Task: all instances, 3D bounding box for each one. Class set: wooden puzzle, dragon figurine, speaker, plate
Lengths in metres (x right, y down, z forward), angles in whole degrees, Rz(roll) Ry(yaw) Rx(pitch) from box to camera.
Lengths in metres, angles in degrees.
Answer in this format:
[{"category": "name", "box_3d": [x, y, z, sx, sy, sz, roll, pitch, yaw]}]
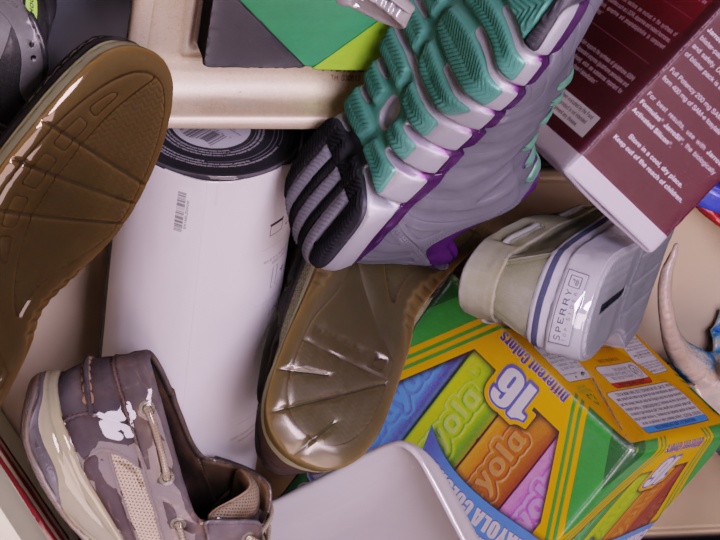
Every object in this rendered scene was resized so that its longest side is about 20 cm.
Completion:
[{"category": "wooden puzzle", "box_3d": [0.006, -0.143, 1.094, 0.185, 0.037, 0.200, -1, 124, -16]}, {"category": "dragon figurine", "box_3d": [0.182, 0.062, 1.392, 0.059, 0.099, 0.200, -35, 113, 9]}, {"category": "speaker", "box_3d": [-0.076, 0.017, 1.232, 0.081, 0.081, 0.200, -6, 129, -19]}, {"category": "plate", "box_3d": [0.022, 0.181, 1.236, 0.032, 0.200, 0.200, -30, -179, -39]}]

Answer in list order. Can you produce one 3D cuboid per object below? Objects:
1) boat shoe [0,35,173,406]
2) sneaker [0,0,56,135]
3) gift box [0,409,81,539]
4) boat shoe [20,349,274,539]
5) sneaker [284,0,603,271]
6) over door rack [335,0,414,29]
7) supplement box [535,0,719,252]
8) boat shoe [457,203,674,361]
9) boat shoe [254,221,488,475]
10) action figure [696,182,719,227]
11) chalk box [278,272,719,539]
[{"category": "boat shoe", "box_3d": [-0.150, -0.016, 1.111, 0.073, 0.065, 0.200, 26, 102, -46]}, {"category": "sneaker", "box_3d": [-0.168, -0.107, 1.103, 0.083, 0.071, 0.200, -30, 139, 0]}, {"category": "gift box", "box_3d": [-0.195, 0.151, 1.229, 0.184, 0.200, 0.187, -26, 117, 4]}, {"category": "boat shoe", "box_3d": [-0.074, 0.118, 1.208, 0.073, 0.075, 0.200, -24, 121, 12]}, {"category": "sneaker", "box_3d": [0.053, -0.071, 1.111, 0.087, 0.074, 0.200, 9, 140, -36]}, {"category": "over door rack", "box_3d": [-0.008, -0.187, 0.963, 0.148, 0.067, 0.200, -63, 151, -3]}, {"category": "supplement box", "box_3d": [0.157, -0.112, 1.179, 0.061, 0.109, 0.200, 41, 95, -23]}, {"category": "boat shoe", "box_3d": [0.096, -0.004, 1.228, 0.200, 0.062, 0.072, -13, 123, -74]}, {"category": "boat shoe", "box_3d": [0.001, 0.001, 1.219, 0.072, 0.201, 0.066, 31, 156, -17]}, {"category": "action figure", "box_3d": [0.187, -0.041, 1.317, 0.200, 0.052, 0.065, 25, 119, -29]}, {"category": "chalk box", "box_3d": [0.054, 0.111, 1.307, 0.200, 0.124, 0.125, -54, 159, 22]}]
